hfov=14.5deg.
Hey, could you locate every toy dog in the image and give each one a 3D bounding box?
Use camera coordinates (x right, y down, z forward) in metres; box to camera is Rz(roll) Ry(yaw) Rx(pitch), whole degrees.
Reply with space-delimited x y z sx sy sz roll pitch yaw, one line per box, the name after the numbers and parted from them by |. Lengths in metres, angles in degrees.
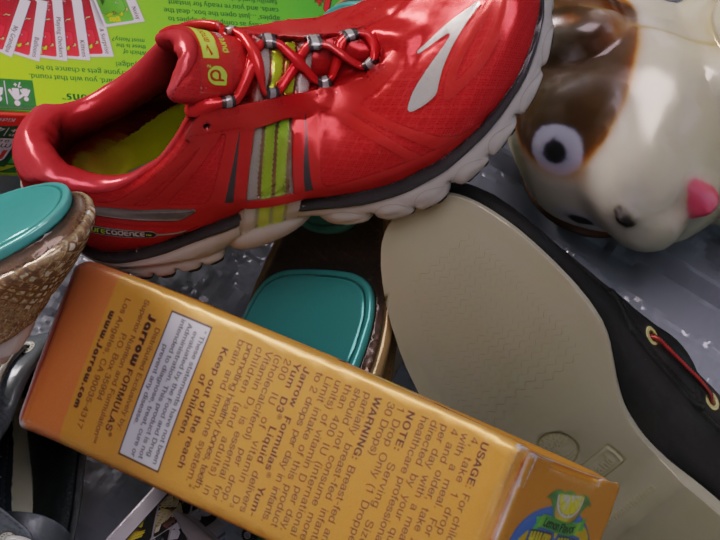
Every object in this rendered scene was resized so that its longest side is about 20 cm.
0.150 -0.079 1.074 0.199 0.140 0.194 -22 58 -12 | toy dog

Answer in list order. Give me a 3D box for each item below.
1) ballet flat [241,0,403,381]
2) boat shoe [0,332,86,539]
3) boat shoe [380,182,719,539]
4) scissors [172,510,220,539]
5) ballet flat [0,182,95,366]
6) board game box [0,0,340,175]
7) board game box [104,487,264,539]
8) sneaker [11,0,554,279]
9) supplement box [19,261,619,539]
0.000 0.000 1.026 0.068 0.063 0.201 9 82 39 | ballet flat
-0.128 0.096 0.980 0.062 0.073 0.200 -22 39 18 | boat shoe
0.080 0.045 1.010 0.201 0.074 0.063 49 30 -15 | boat shoe
-0.025 0.130 0.935 0.073 0.014 0.200 -46 40 -21 | scissors
-0.166 0.025 0.984 0.200 0.065 0.071 -16 23 27 | ballet flat
-0.067 -0.087 1.073 0.199 0.048 0.102 2 63 -28 | board game box
-0.035 0.129 1.022 0.126 0.035 0.200 37 69 14 | board game box
-0.029 -0.056 0.960 0.200 0.085 0.077 -24 52 18 | sneaker
-0.017 0.060 0.942 0.200 0.066 0.069 19 88 36 | supplement box
